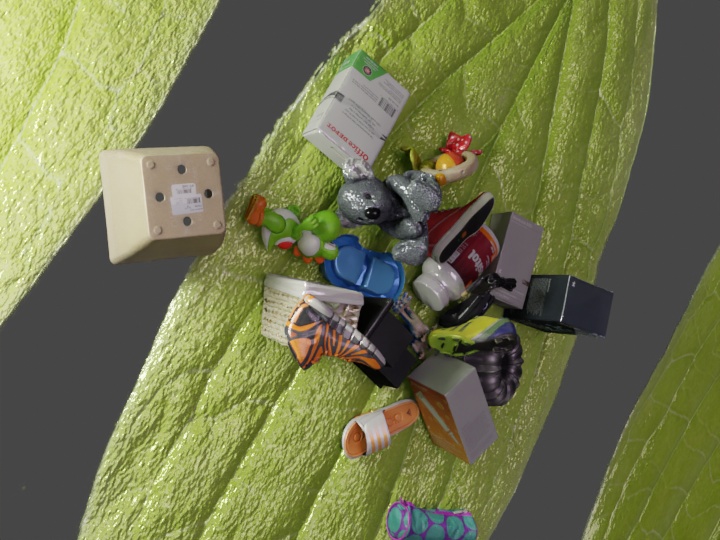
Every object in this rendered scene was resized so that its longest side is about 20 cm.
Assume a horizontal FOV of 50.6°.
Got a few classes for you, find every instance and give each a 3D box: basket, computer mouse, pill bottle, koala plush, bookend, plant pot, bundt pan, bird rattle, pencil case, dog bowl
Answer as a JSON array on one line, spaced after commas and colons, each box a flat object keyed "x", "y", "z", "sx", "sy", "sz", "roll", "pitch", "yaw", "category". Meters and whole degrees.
[{"x": -0.099, "y": 0.084, "z": 1.445, "sx": 0.133, "sy": 0.199, "sz": 0.126, "roll": 11, "pitch": 89, "yaw": -29, "category": "basket"}, {"x": 0.241, "y": 0.077, "z": 1.637, "sx": 0.140, "sy": 0.199, "sz": 0.047, "roll": 17, "pitch": 42, "yaw": -56, "category": "computer mouse"}, {"x": 0.207, "y": -0.010, "z": 1.669, "sx": 0.200, "sy": 0.112, "sz": 0.114, "roll": -46, "pitch": 110, "yaw": -22, "category": "pill bottle"}, {"x": 0.042, "y": -0.132, "z": 1.520, "sx": 0.195, "sy": 0.185, "sz": 0.181, "roll": 7, "pitch": 120, "yaw": -9, "category": "koala plush"}, {"x": 0.048, "y": 0.151, "z": 1.526, "sx": 0.199, "sy": 0.199, "sz": 0.093, "roll": 46, "pitch": 70, "yaw": -20, "category": "bookend"}, {"x": -0.329, "y": -0.124, "z": 1.324, "sx": 0.196, "sy": 0.176, "sz": 0.205, "roll": -7, "pitch": 92, "yaw": -29, "category": "plant pot"}, {"x": 0.306, "y": 0.210, "z": 1.705, "sx": 0.200, "sy": 0.075, "sz": 0.207, "roll": -6, "pitch": 98, "yaw": -54, "category": "bundt pan"}, {"x": 0.188, "y": -0.223, "z": 1.643, "sx": 0.196, "sy": 0.163, "sz": 0.115, "roll": -15, "pitch": 115, "yaw": -20, "category": "bird rattle"}, {"x": 0.155, "y": 0.550, "z": 1.649, "sx": 0.197, "sy": 0.085, "sz": 0.094, "roll": 16, "pitch": 98, "yaw": -29, "category": "pencil case"}, {"x": 0.000, "y": 0.000, "z": 1.586, "sx": 0.197, "sy": 0.049, "sz": 0.114, "roll": 24, "pitch": 78, "yaw": -28, "category": "dog bowl"}]

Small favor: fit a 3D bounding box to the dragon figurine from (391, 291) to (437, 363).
[{"x": 0.112, "y": 0.136, "z": 1.638, "sx": 0.058, "sy": 0.099, "sz": 0.203, "roll": -34, "pitch": 141, "yaw": -25, "category": "dragon figurine"}]

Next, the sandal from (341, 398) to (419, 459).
[{"x": 0.052, "y": 0.328, "z": 1.606, "sx": 0.204, "sy": 0.059, "sz": 0.081, "roll": -24, "pitch": 101, "yaw": -28, "category": "sandal"}]

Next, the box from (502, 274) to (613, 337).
[{"x": 0.455, "y": 0.080, "z": 1.761, "sx": 0.146, "sy": 0.199, "sz": 0.109, "roll": 19, "pitch": 80, "yaw": -27, "category": "box"}]

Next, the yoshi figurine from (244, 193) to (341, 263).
[{"x": -0.119, "y": -0.096, "z": 1.473, "sx": 0.197, "sy": 0.112, "sz": 0.114, "roll": 26, "pitch": 51, "yaw": -16, "category": "yoshi figurine"}]

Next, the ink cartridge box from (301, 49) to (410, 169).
[{"x": -0.009, "y": -0.320, "z": 1.563, "sx": 0.145, "sy": 0.084, "sz": 0.203, "roll": 36, "pitch": 72, "yaw": -24, "category": "ink cartridge box"}]

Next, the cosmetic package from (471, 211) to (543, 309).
[{"x": 0.340, "y": -0.023, "z": 1.762, "sx": 0.105, "sy": 0.090, "sz": 0.204, "roll": 20, "pitch": 82, "yaw": -24, "category": "cosmetic package"}]

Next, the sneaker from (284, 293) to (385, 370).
[{"x": -0.054, "y": 0.138, "z": 1.338, "sx": 0.199, "sy": 0.077, "sz": 0.113, "roll": 38, "pitch": 86, "yaw": -18, "category": "sneaker"}]

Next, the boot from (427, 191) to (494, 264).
[{"x": 0.183, "y": -0.123, "z": 1.642, "sx": 0.199, "sy": 0.144, "sz": 0.073, "roll": -42, "pitch": 147, "yaw": -16, "category": "boot"}]

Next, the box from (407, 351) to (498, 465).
[{"x": 0.199, "y": 0.292, "z": 1.629, "sx": 0.097, "sy": 0.123, "sz": 0.203, "roll": -36, "pitch": 121, "yaw": -25, "category": "box"}]

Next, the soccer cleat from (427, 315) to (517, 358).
[{"x": 0.233, "y": 0.134, "z": 1.610, "sx": 0.195, "sy": 0.085, "sz": 0.066, "roll": -2, "pitch": 135, "yaw": -10, "category": "soccer cleat"}]
